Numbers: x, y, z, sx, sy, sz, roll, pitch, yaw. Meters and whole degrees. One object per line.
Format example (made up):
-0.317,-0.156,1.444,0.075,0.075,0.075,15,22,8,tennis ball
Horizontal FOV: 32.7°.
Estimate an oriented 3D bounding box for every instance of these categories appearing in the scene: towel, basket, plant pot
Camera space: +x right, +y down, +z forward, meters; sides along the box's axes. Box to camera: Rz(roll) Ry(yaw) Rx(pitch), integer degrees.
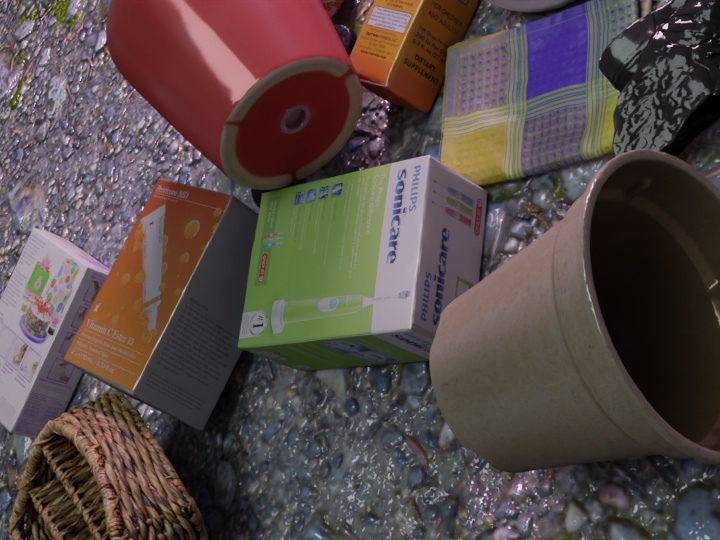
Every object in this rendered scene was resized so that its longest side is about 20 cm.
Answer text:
0.145,-0.146,1.009,0.198,0.023,0.145,-8,67,42,towel
-0.239,0.218,1.100,0.148,0.144,0.200,-25,41,-20,basket
0.151,0.049,0.817,0.183,0.199,0.203,-29,54,47,plant pot
-0.099,-0.182,1.082,0.201,0.200,0.178,-49,56,17,plant pot

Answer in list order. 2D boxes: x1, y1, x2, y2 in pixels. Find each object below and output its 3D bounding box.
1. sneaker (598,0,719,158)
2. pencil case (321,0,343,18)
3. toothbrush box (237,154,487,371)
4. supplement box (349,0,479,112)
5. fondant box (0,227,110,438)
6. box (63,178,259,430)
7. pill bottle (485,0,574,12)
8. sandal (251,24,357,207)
0.252,-0.153,0.884,0.199,0.060,0.105,-39,62,15,sneaker
-0.091,-0.246,1.241,0.200,0.086,0.083,-46,14,19,pencil case
0.000,0.000,1.041,0.198,0.086,0.148,-10,65,42,toothbrush box
0.063,-0.250,1.101,0.068,0.066,0.202,22,89,46,supplement box
-0.359,0.070,1.382,0.144,0.058,0.202,27,93,47,fondant box
-0.171,0.029,1.166,0.124,0.097,0.202,14,74,45,box
0.146,-0.329,1.023,0.108,0.108,0.203,-6,69,42,pill bottle
-0.049,-0.147,1.191,0.201,0.045,0.075,-64,36,24,sandal
